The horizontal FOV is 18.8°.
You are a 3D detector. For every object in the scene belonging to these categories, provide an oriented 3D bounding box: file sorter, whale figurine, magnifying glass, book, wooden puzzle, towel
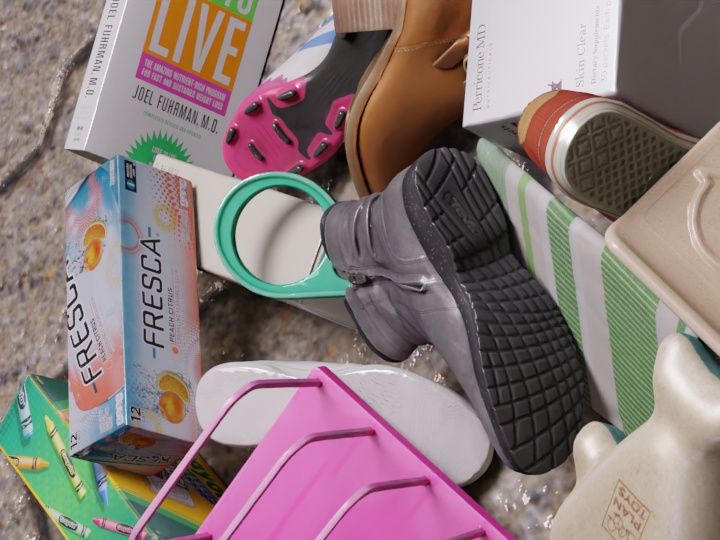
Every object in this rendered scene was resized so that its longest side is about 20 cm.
[{"bbox_3d":[-0.015,0.174,1.270,0.200,0.125,0.139,41,105,19],"label":"file sorter"},{"bbox_3d":[0.175,0.128,1.136,0.159,0.103,0.201,46,135,45],"label":"whale figurine"},{"bbox_3d":[0.000,0.000,1.367,0.199,0.022,0.080,24,90,9],"label":"magnifying glass"},{"bbox_3d":[-0.131,-0.162,1.560,0.048,0.133,0.202,7,80,45],"label":"book"},{"bbox_3d":[0.255,-0.017,1.116,0.200,0.046,0.185,-42,69,-8],"label":"wooden puzzle"},{"bbox_3d":[0.137,0.028,1.232,0.023,0.153,0.200,-28,42,-17],"label":"towel"}]

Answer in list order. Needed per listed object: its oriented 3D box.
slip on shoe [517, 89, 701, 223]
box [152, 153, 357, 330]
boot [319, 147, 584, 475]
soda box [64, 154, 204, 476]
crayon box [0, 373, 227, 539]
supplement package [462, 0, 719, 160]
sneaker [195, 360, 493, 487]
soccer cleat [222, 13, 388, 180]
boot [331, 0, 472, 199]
[{"bbox_3d":[0.159,-0.046,1.180,0.061,0.199,0.074,38,99,48],"label":"slip on shoe"},{"bbox_3d":[-0.066,-0.019,1.480,0.199,0.082,0.069,20,88,48],"label":"box"},{"bbox_3d":[0.053,0.035,1.285,0.132,0.069,0.201,-32,74,56],"label":"boot"},{"bbox_3d":[-0.150,0.030,1.433,0.063,0.068,0.201,-30,53,39],"label":"soda box"},{"bbox_3d":[-0.150,0.155,1.466,0.200,0.118,0.058,43,108,44],"label":"crayon box"},{"bbox_3d":[0.154,-0.162,1.261,0.110,0.155,0.202,-11,67,42],"label":"supplement package"},{"bbox_3d":[0.000,0.088,1.383,0.199,0.088,0.076,11,98,23],"label":"sneaker"},{"bbox_3d":[-0.014,-0.133,1.486,0.070,0.086,0.200,46,120,-3],"label":"soccer cleat"},{"bbox_3d":[0.066,-0.116,1.384,0.153,0.201,0.074,-2,33,9],"label":"boot"}]
